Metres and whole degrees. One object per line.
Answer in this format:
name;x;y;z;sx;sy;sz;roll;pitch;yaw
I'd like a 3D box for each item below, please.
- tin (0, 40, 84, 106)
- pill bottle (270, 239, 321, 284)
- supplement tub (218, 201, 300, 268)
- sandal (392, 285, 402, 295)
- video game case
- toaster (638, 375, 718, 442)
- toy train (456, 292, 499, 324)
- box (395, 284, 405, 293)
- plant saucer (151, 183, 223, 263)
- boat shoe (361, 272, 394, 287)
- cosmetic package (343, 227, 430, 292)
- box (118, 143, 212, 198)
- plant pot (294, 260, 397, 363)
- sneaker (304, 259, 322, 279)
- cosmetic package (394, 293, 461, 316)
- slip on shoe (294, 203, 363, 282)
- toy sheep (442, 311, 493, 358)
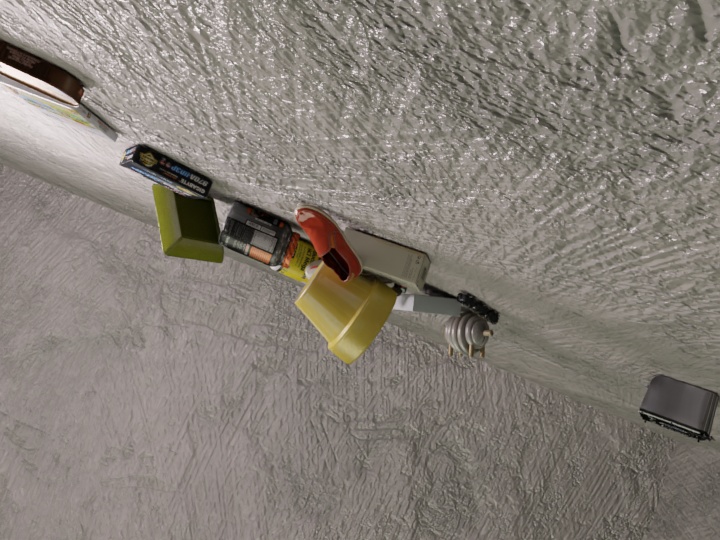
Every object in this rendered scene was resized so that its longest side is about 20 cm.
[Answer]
tin;-0.592;-0.355;1.216;0.196;0.043;0.112;24;168;-12
pill bottle;-0.159;-0.021;2.006;0.196;0.115;0.112;24;172;-22
supplement tub;-0.265;-0.089;1.799;0.196;0.125;0.122;23;172;-7
sandal;0.060;0.066;1.891;0.080;0.056;0.199;24;172;-17
video game case;-0.651;-0.351;1.475;0.196;0.023;0.182;22;173;11
toaster;0.850;0.370;1.806;0.196;0.121;0.180;18;172;32
toy train;0.313;0.102;1.812;0.045;0.035;0.198;19;172;44
box;0.039;0.001;1.873;0.195;0.041;0.137;21;171;8
plant saucer;-0.441;-0.131;1.796;0.047;0.205;0.198;-27;159;32
boat shoe;0.000;0.000;1.695;0.195;0.061;0.072;5;-154;-20
cosmetic package;0.052;-0.023;1.535;0.196;0.075;0.104;20;173;16
box;-0.474;-0.237;1.657;0.197;0.047;0.158;26;172;-30
plant pot;-0.043;0.079;1.583;0.187;0.203;0.201;37;171;-5
sneaker;-0.066;0.013;1.792;0.195;0.072;0.093;15;180;19
cosmetic package;0.181;0.098;1.960;0.147;0.053;0.199;5;178;-18
slip on shoe;-0.072;-0.059;1.463;0.073;0.061;0.201;-32;101;39
toy sheep;0.322;0.191;2.035;0.136;0.141;0.197;27;160;-37
